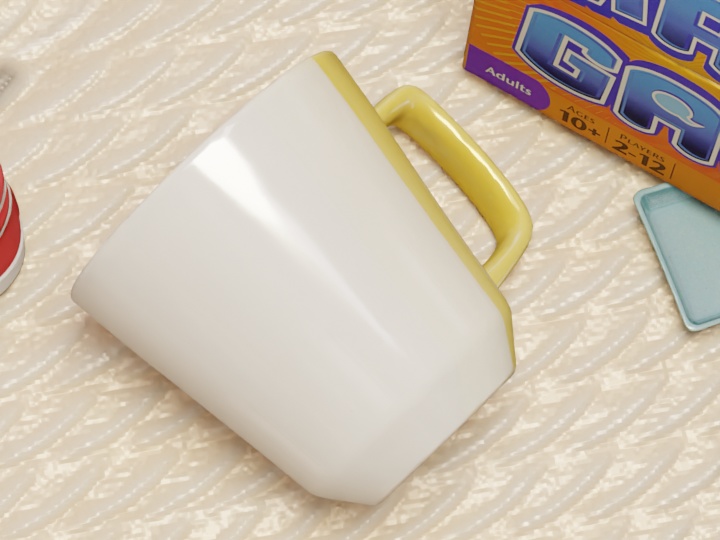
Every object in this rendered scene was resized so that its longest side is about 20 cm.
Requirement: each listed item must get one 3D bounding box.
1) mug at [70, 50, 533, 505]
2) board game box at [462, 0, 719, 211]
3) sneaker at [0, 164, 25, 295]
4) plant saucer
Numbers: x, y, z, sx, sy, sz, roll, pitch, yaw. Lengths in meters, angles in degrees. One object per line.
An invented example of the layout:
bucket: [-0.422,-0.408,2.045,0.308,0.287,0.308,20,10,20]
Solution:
mug: [-0.003,0.002,1.200,0.186,0.149,0.153,-43,86,-12]
board game box: [0.185,-0.160,1.234,0.199,0.200,0.200,29,66,10]
sneaker: [-0.227,0.013,1.185,0.200,0.113,0.071,-36,76,-17]
plant saucer: [0.224,-0.030,1.298,0.199,0.019,0.070,-18,72,-11]
